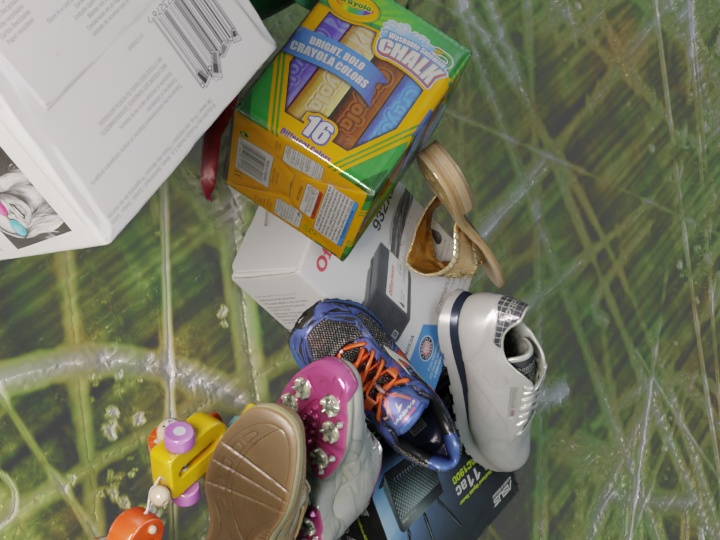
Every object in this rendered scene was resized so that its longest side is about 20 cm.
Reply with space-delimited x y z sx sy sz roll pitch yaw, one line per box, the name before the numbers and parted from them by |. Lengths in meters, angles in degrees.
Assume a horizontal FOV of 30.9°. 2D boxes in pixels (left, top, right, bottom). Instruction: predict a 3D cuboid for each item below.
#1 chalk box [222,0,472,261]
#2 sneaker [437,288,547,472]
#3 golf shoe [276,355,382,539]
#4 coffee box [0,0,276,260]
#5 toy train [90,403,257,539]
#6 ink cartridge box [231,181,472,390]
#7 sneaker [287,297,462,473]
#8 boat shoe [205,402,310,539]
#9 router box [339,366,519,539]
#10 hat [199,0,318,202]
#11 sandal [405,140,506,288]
chalk box | -0.001 -0.135 1.025 0.123 0.125 0.201 33 65 5
sneaker | 0.130 0.107 1.170 0.077 0.080 0.201 -57 139 -43
golf shoe | -0.021 0.138 1.029 0.091 0.075 0.201 -27 142 -39
coffee box | -0.215 -0.147 0.823 0.201 0.197 0.200 56 50 -26
toy train | -0.136 0.171 0.995 0.199 0.055 0.151 -10 120 -59
ink cartridge box | 0.000 0.000 1.137 0.200 0.083 0.146 44 56 -36
sneaker | 0.021 0.094 1.054 0.075 0.078 0.200 -49 121 -2
boat shoe | -0.074 0.171 0.979 0.064 0.071 0.201 -36 151 -50
router box | 0.056 0.190 1.197 0.200 0.062 0.151 -37 114 -44
hat | -0.139 -0.210 1.052 0.165 0.176 0.201 32 25 -41
sandal | 0.065 -0.030 1.105 0.069 0.078 0.212 -34 149 -3
